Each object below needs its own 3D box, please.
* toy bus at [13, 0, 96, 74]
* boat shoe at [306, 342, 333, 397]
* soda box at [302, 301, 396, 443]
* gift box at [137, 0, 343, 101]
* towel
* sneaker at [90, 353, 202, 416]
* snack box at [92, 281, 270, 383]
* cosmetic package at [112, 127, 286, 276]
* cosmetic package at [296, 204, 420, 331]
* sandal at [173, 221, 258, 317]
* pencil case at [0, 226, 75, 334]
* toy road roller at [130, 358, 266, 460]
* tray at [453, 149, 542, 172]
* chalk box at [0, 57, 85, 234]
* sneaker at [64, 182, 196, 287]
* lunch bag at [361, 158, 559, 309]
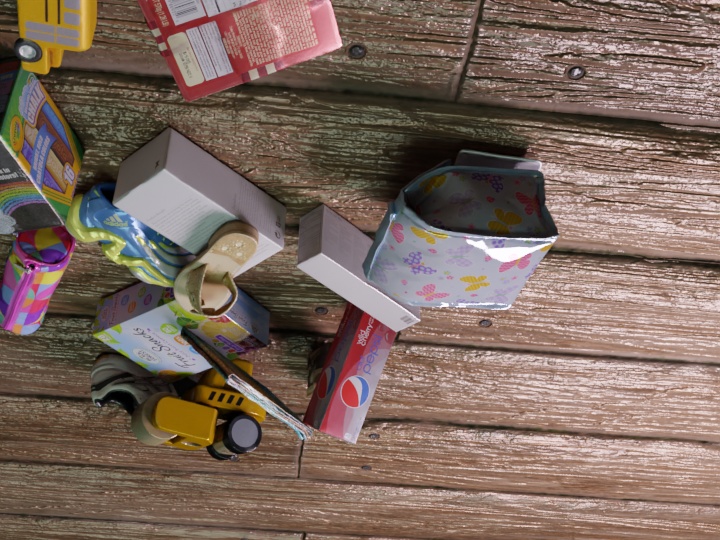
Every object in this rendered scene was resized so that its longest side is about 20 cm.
[{"bbox_3d":[-0.305,-0.288,1.041,0.077,0.066,0.201,7,142,-10],"label":"toy bus"},{"bbox_3d":[-0.050,0.153,1.613,0.071,0.073,0.200,-3,165,-2],"label":"boat shoe"},{"bbox_3d":[-0.011,0.138,1.482,0.063,0.202,0.070,23,173,-23],"label":"soda box"},{"bbox_3d":[-0.139,-0.290,0.928,0.198,0.188,0.185,-15,145,-3],"label":"gift box"},{"bbox_3d":[-0.163,0.163,1.480,0.022,0.146,0.200,-51,134,-5],"label":"towel"},{"bbox_3d":[-0.335,0.201,1.667,0.198,0.088,0.076,12,140,-16],"label":"sneaker"},{"bbox_3d":[-0.260,0.078,1.519,0.199,0.068,0.168,-21,138,29],"label":"snack box"},{"bbox_3d":[-0.198,-0.080,1.304,0.101,0.072,0.199,-27,135,33],"label":"cosmetic package"},{"bbox_3d":[0.000,0.000,1.398,0.050,0.083,0.199,-26,135,34],"label":"cosmetic package"},{"bbox_3d":[-0.190,0.024,1.325,0.077,0.070,0.212,18,140,-20],"label":"sandal"},{"bbox_3d":[-0.452,0.010,1.422,0.088,0.089,0.200,16,141,-19],"label":"pencil case"},{"bbox_3d":[-0.242,0.204,1.606,0.198,0.147,0.123,15,158,-21],"label":"toy road roller"},{"bbox_3d":[0.152,-0.085,1.330,0.106,0.022,0.201,8,142,-7],"label":"tray"},{"bbox_3d":[-0.419,-0.152,1.177,0.123,0.125,0.201,-7,141,12],"label":"chalk box"},{"bbox_3d":[-0.279,-0.049,1.346,0.199,0.076,0.105,25,136,-27],"label":"sneaker"},{"bbox_3d":[0.114,-0.043,1.268,0.198,0.128,0.170,0,146,-15],"label":"lunch bag"}]
